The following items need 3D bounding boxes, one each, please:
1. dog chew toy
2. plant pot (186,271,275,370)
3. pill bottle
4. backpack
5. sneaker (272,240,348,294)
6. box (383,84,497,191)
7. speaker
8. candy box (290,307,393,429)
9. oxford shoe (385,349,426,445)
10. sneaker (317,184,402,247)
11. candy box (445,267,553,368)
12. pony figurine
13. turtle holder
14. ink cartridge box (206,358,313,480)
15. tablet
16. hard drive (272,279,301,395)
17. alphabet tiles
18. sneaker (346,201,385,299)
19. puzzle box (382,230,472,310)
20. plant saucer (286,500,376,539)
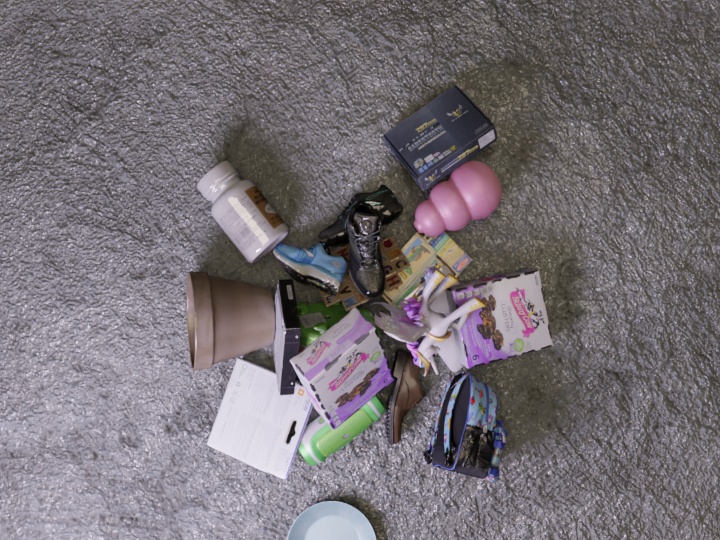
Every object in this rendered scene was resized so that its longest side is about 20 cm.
[{"bbox_3d":[0.201,-0.145,1.669,0.198,0.125,0.126,-32,89,-4],"label":"dog chew toy"},{"bbox_3d":[-0.272,0.102,1.641,0.170,0.200,0.205,-1,88,-17],"label":"plant pot"},{"bbox_3d":[-0.253,-0.128,1.671,0.114,0.114,0.201,-39,89,-2],"label":"pill bottle"},{"bbox_3d":[0.229,0.323,1.639,0.132,0.183,0.204,16,76,-8],"label":"backpack"},{"bbox_3d":[-0.102,-0.020,1.666,0.198,0.079,0.091,23,69,35],"label":"sneaker"},{"bbox_3d":[0.169,-0.286,1.676,0.198,0.051,0.159,-33,54,-1],"label":"box"},{"bbox_3d":[-0.044,0.328,1.675,0.199,0.088,0.089,-37,89,-1],"label":"speaker"},{"bbox_3d":[-0.032,0.199,1.561,0.167,0.201,0.071,-38,53,-14],"label":"candy box"},{"bbox_3d":[0.099,0.279,1.685,0.083,0.073,0.204,12,88,-2],"label":"oxford shoe"},{"bbox_3d":[-0.008,-0.116,1.704,0.197,0.076,0.080,-25,75,-8],"label":"sneaker"},{"bbox_3d":[0.296,0.099,1.675,0.196,0.072,0.171,-13,95,-7],"label":"candy box"},{"bbox_3d":[0.127,0.095,1.587,0.191,0.167,0.202,34,104,-6],"label":"pony figurine"},{"bbox_3d":[-0.058,0.133,1.666,0.139,0.184,0.134,22,124,33],"label":"turtle holder"},{"bbox_3d":[-0.207,0.316,1.677,0.197,0.041,0.203,21,88,14],"label":"ink cartridge box"},{"bbox_3d":[0.194,0.106,1.703,0.129,0.014,0.201,-38,99,-3],"label":"tablet"},{"bbox_3d":[-0.153,0.138,1.605,0.037,0.202,0.141,-2,44,-12],"label":"hard drive"},{"bbox_3d":[0.000,0.000,1.667,0.197,0.006,0.168,-26,47,-4],"label":"alphabet tiles"},{"bbox_3d":[0.010,-0.046,1.590,0.074,0.114,0.204,-5,77,-2],"label":"sneaker"},{"bbox_3d":[0.132,0.004,1.716,0.133,0.025,0.200,43,88,0],"label":"puzzle box"},{"bbox_3d":[-0.062,0.596,1.690,0.196,0.039,0.206,0,88,0],"label":"plant saucer"}]
